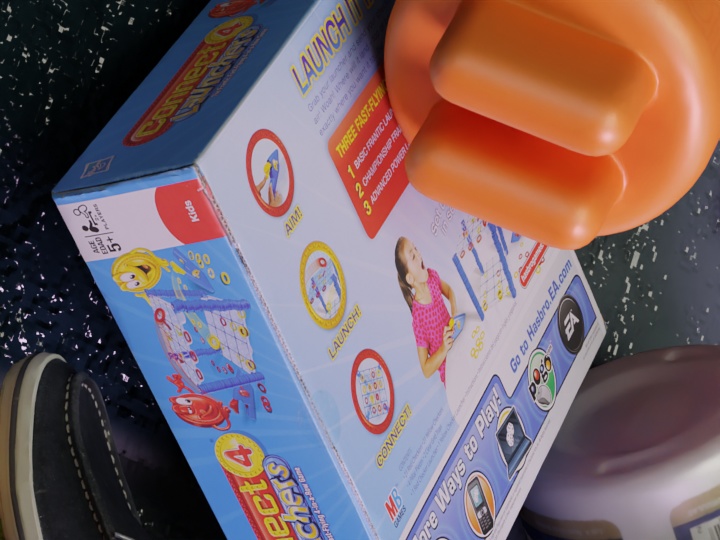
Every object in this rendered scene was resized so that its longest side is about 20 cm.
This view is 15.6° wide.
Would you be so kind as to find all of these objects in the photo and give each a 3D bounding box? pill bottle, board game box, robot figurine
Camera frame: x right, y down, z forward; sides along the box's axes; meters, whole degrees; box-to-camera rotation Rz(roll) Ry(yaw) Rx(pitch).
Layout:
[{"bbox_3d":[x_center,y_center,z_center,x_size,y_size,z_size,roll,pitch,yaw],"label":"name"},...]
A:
[{"bbox_3d":[0.136,0.140,1.031,0.111,0.111,0.201,-36,116,-35],"label":"pill bottle"},{"bbox_3d":[0.000,0.000,0.889,0.196,0.056,0.200,65,33,-24],"label":"board game box"},{"bbox_3d":[0.078,-0.089,0.881,0.144,0.116,0.200,62,35,-25],"label":"robot figurine"}]

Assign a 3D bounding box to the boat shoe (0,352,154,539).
[{"bbox_3d":[-0.059,0.113,0.776,0.075,0.062,0.201,56,13,-66],"label":"boat shoe"}]

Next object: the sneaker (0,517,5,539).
[{"bbox_3d":[-0.151,0.047,0.774,0.200,0.090,0.078,40,65,-38],"label":"sneaker"}]
